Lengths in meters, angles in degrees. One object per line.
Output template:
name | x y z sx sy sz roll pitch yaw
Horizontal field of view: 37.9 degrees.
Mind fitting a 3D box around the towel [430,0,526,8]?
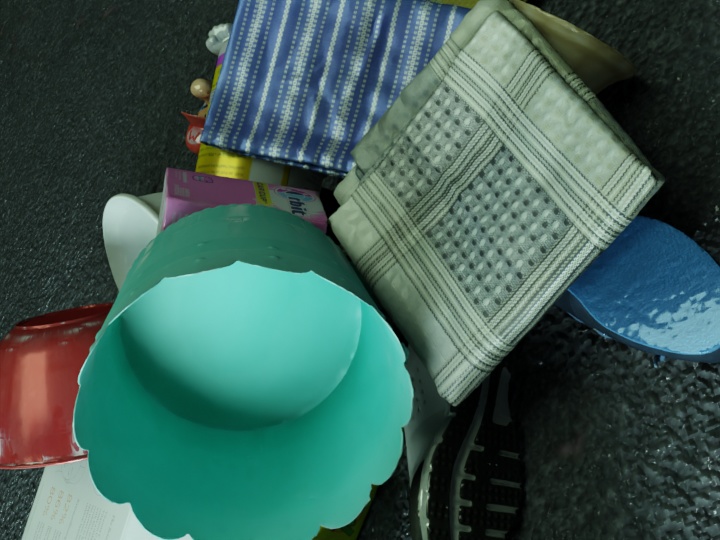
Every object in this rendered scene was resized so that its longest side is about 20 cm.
towel | 0.052 -0.211 0.879 0.144 0.023 0.199 -48 33 -22

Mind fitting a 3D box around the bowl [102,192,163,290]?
bowl | -0.149 0.008 0.970 0.201 0.090 0.203 39 143 36

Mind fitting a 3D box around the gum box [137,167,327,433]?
gum box | -0.101 0.037 0.771 0.066 0.112 0.202 -112 33 -64

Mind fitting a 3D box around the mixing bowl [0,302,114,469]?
mixing bowl | -0.248 0.092 0.933 0.199 0.198 0.110 1 102 52

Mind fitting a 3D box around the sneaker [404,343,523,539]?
sneaker | 0.062 0.107 0.708 0.080 0.073 0.202 -33 41 52

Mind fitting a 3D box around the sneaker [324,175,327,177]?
sneaker | -0.013 -0.114 0.925 0.087 0.074 0.200 -65 27 12

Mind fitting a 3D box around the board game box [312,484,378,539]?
board game box | -0.032 0.150 0.810 0.101 0.047 0.202 22 88 54

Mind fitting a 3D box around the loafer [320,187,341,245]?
loafer | -0.069 -0.047 0.960 0.200 0.067 0.071 22 108 51

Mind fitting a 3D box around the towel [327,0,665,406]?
towel | 0.068 -0.053 0.662 0.193 0.034 0.201 -50 49 24

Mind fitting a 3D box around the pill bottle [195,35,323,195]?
pill bottle | -0.081 -0.080 0.849 0.104 0.103 0.203 1 78 52

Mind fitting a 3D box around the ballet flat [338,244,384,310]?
ballet flat | 0.000 0.000 0.841 0.199 0.072 0.073 -18 57 44

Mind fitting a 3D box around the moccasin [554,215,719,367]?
moccasin | 0.159 0.002 0.635 0.081 0.068 0.200 -55 38 2

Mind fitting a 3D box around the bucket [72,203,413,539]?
bucket | -0.074 0.063 0.673 0.208 0.206 0.135 -55 18 15

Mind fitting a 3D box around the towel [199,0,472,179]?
towel | -0.013 -0.142 0.780 0.197 0.024 0.147 13 83 13

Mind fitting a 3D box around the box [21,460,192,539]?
box | -0.212 0.233 0.942 0.199 0.106 0.154 1 71 53

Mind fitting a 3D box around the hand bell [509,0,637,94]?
hand bell | 0.096 -0.073 0.729 0.202 0.103 0.104 -62 36 9

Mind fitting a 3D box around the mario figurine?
mario figurine | -0.127 -0.211 1.080 0.202 0.105 0.123 -63 1 -8
